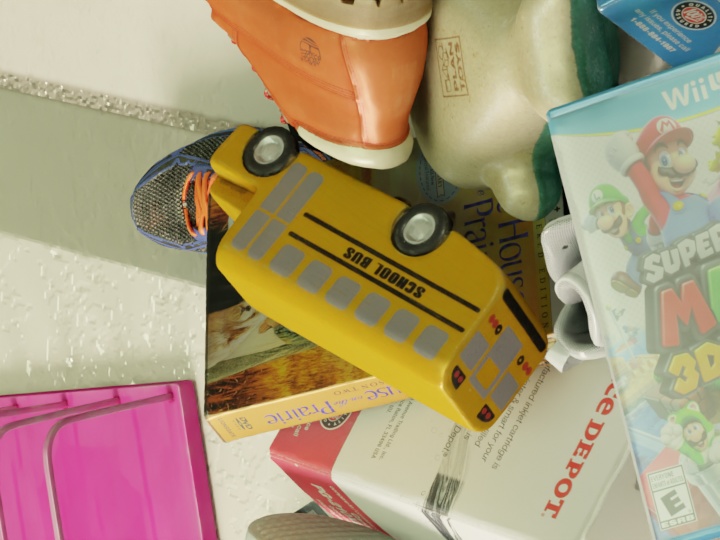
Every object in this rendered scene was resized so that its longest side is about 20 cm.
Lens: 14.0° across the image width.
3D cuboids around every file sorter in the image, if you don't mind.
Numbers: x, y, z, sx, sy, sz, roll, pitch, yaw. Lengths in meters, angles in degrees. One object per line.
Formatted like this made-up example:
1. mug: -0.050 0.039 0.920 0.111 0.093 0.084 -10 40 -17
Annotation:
1. file sorter: -0.203 0.149 1.762 0.200 0.125 0.139 -6 93 41

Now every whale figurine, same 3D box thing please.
1. whale figurine: 0.087 -0.105 1.401 0.200 0.104 0.159 -177 79 -74

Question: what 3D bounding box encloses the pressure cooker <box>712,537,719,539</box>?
1. pressure cooker: 0.233 0.104 1.326 0.176 0.200 0.179 5 101 36

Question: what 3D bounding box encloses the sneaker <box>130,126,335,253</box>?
1. sneaker: -0.059 -0.043 1.635 0.200 0.078 0.076 -5 94 41

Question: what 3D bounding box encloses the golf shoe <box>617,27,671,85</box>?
1. golf shoe: 0.151 -0.170 1.421 0.078 0.094 0.200 36 121 30

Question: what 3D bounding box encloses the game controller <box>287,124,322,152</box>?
1. game controller: -0.018 -0.156 1.496 0.104 0.042 0.200 6 108 53

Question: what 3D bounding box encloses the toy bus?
1. toy bus: 0.000 0.000 1.439 0.200 0.065 0.078 28 76 37

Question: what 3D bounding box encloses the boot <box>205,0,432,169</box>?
1. boot: -0.040 -0.120 1.448 0.200 0.075 0.107 34 137 45

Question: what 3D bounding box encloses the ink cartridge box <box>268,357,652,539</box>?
1. ink cartridge box: 0.077 0.075 1.491 0.200 0.084 0.145 16 69 38

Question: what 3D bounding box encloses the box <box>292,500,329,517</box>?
1. box: 0.016 0.239 1.612 0.200 0.040 0.137 45 149 26

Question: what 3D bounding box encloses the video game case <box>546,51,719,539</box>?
1. video game case: 0.169 0.005 1.251 0.143 0.018 0.200 -18 77 21

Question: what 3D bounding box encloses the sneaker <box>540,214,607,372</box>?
1. sneaker: 0.154 -0.022 1.314 0.075 0.115 0.200 56 144 28

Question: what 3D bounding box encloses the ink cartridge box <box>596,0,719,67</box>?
1. ink cartridge box: 0.221 -0.157 1.301 0.200 0.144 0.085 -28 50 32

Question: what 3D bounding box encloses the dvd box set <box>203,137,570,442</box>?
1. dvd box set: 0.016 0.000 1.494 0.200 0.029 0.147 -14 53 18

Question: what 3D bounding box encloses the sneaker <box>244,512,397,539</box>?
1. sneaker: 0.016 0.207 1.494 0.200 0.073 0.114 27 114 23
